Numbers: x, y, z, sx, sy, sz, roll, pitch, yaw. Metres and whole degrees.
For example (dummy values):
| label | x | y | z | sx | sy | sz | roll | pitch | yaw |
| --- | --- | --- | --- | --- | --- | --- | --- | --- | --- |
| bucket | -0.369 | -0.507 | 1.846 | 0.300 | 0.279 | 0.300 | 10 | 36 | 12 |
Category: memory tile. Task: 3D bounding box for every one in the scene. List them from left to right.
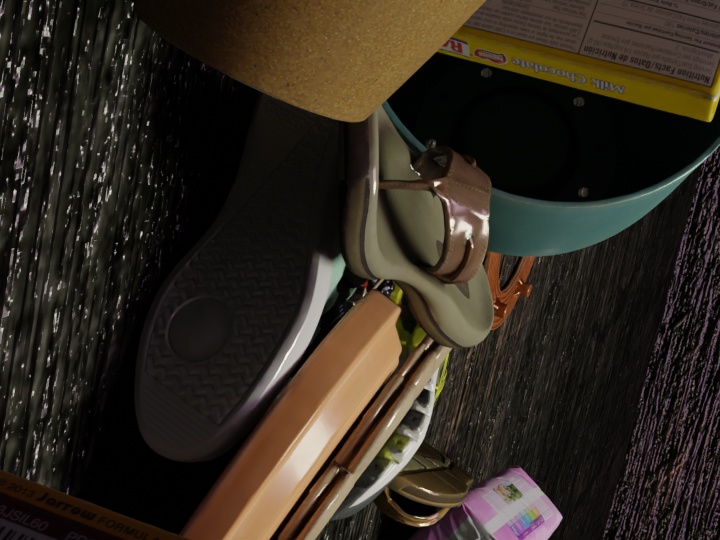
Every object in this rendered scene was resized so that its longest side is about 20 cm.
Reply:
| label | x | y | z | sx | sy | sz | roll | pitch | yaw |
| --- | --- | --- | --- | --- | --- | --- | --- | --- | --- |
| memory tile | -0.019 | 0.117 | 0.710 | 0.200 | 0.017 | 0.153 | -55 | 175 | 18 |

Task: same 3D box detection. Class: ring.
| label | x | y | z | sx | sy | sz | roll | pitch | yaw |
| --- | --- | --- | --- | --- | --- | --- | --- | --- | --- |
| ring | 0.148 | -0.043 | 1.255 | 0.200 | 0.019 | 0.201 | 17 | 90 | -74 |

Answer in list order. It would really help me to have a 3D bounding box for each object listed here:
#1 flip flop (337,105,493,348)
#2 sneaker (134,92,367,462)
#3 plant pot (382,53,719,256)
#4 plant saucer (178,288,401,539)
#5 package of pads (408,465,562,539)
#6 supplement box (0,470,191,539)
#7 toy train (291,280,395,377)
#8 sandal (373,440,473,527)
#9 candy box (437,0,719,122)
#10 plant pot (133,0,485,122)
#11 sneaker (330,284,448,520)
| label | x | y | z | sx | sy | sz | roll | pitch | yaw |
| --- | --- | --- | --- | --- | --- | --- | --- | --- | --- |
| flip flop | 0.035 | -0.021 | 0.625 | 0.200 | 0.057 | 0.081 | 49 | 37 | -57 |
| sneaker | -0.030 | 0.014 | 0.652 | 0.118 | 0.074 | 0.201 | 65 | 41 | -55 |
| plant pot | 0.093 | -0.098 | 0.761 | 0.161 | 0.200 | 0.201 | 96 | 15 | -70 |
| plant saucer | -0.039 | 0.098 | 0.659 | 0.201 | 0.032 | 0.200 | -53 | 175 | -7 |
| package of pads | 0.087 | 0.233 | 1.163 | 0.121 | 0.076 | 0.200 | -45 | 167 | 14 |
| supplement box | -0.107 | 0.177 | 0.510 | 0.086 | 0.110 | 0.200 | -55 | 155 | -44 |
| toy train | 0.000 | 0.000 | 0.817 | 0.200 | 0.034 | 0.046 | -46 | 135 | -55 |
| sandal | 0.035 | 0.152 | 1.016 | 0.054 | 0.080 | 0.200 | -51 | 166 | 0 |
| candy box | 0.077 | -0.138 | 0.644 | 0.026 | 0.199 | 0.102 | 70 | 40 | -66 |
| plant pot | 0.006 | -0.159 | 0.484 | 0.200 | 0.186 | 0.186 | -64 | 165 | 14 |
| sneaker | 0.018 | 0.082 | 0.872 | 0.085 | 0.074 | 0.200 | 88 | 25 | -46 |
